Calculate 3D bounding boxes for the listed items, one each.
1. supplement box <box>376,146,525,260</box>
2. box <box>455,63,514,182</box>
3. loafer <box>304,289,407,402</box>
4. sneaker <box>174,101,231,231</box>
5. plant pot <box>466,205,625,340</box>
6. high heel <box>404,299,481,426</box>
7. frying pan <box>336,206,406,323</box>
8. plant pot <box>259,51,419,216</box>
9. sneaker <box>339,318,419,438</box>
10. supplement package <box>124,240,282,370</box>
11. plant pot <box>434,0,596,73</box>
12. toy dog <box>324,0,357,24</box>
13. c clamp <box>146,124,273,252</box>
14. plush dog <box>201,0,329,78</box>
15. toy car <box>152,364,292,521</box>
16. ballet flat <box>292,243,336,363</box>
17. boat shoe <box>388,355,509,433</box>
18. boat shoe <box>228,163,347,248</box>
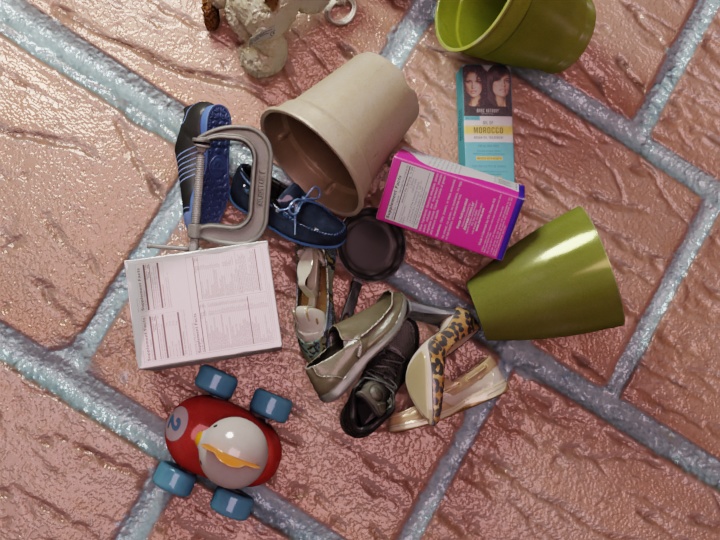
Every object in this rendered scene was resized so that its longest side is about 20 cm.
[{"bbox_3d":[0.134,-0.103,1.314,0.198,0.101,0.105,20,109,5],"label":"supplement box"},{"bbox_3d":[0.197,-0.221,1.394,0.081,0.049,0.203,-1,84,-6],"label":"box"},{"bbox_3d":[-0.007,0.098,1.285,0.070,0.075,0.201,45,69,-15],"label":"loafer"},{"bbox_3d":[-0.244,-0.153,1.334,0.070,0.077,0.203,5,95,-49],"label":"sneaker"},{"bbox_3d":[0.266,0.027,1.325,0.198,0.187,0.189,-20,86,7],"label":"plant pot"},{"bbox_3d":[0.136,0.138,1.300,0.141,0.071,0.202,12,54,-28],"label":"high heel"},{"bbox_3d":[0.016,-0.001,1.354,0.113,0.031,0.193,0,86,-17],"label":"frying pan"},{"bbox_3d":[-0.016,-0.216,1.314,0.200,0.200,0.184,44,70,0],"label":"plant pot"},{"bbox_3d":[0.037,0.156,1.305,0.076,0.114,0.201,31,78,-3],"label":"sneaker"},{"bbox_3d":[-0.220,0.054,1.267,0.197,0.152,0.153,-9,84,-7],"label":"supplement package"},{"bbox_3d":[0.249,-0.395,1.344,0.191,0.200,0.203,17,81,-30],"label":"plant pot"},{"bbox_3d":[0.015,-0.481,1.372,0.198,0.096,0.133,-21,85,-2],"label":"toy dog"},{"bbox_3d":[-0.211,-0.115,1.274,0.168,0.027,0.203,11,93,0],"label":"c clamp"},{"bbox_3d":[-0.166,-0.420,1.327,0.171,0.160,0.201,38,96,22],"label":"plush dog"},{"bbox_3d":[-0.193,0.243,1.225,0.175,0.200,0.186,23,81,-3],"label":"toy car"},{"bbox_3d":[-0.076,0.042,1.324,0.073,0.074,0.203,0,80,-6],"label":"ballet flat"},{"bbox_3d":[0.125,0.186,1.334,0.198,0.074,0.070,-20,83,-16],"label":"boat shoe"},{"bbox_3d":[-0.110,-0.095,1.305,0.198,0.084,0.069,22,126,10],"label":"boat shoe"}]
